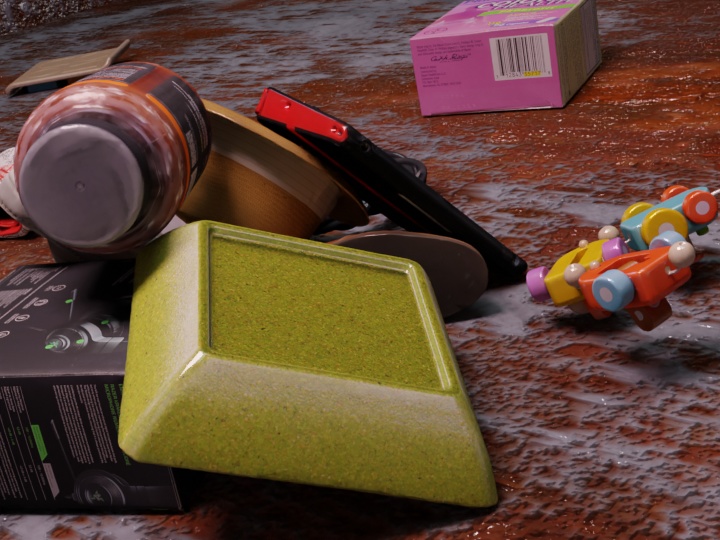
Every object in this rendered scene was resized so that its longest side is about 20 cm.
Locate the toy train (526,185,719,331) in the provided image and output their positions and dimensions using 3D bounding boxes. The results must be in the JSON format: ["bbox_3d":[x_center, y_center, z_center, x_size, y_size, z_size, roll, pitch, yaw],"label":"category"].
[{"bbox_3d":[0.197,-0.007,0.728,0.200,0.056,0.150,-30,8,-36],"label":"toy train"}]

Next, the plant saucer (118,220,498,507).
[{"bbox_3d":[-0.028,0.037,0.629,0.199,0.048,0.200,10,29,-14],"label":"plant saucer"}]

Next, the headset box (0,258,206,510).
[{"bbox_3d":[-0.165,0.065,0.712,0.199,0.093,0.174,-4,23,17],"label":"headset box"}]

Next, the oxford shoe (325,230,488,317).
[{"bbox_3d":[0.000,0.000,0.827,0.199,0.072,0.071,-4,18,20],"label":"oxford shoe"}]

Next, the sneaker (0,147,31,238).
[{"bbox_3d":[-0.385,-0.087,1.225,0.201,0.068,0.108,13,30,41],"label":"sneaker"}]

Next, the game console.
[{"bbox_3d":[0.020,-0.070,0.860,0.031,0.200,0.177,-58,31,-3],"label":"game console"}]

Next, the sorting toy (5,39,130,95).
[{"bbox_3d":[-0.519,-0.359,2.010,0.199,0.037,0.185,-14,21,6],"label":"sorting toy"}]

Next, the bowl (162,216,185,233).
[{"bbox_3d":[-0.176,-0.091,1.037,0.200,0.091,0.201,-23,26,12],"label":"bowl"}]

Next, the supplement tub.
[{"bbox_3d":[-0.157,-0.073,0.717,0.106,0.107,0.200,-10,15,2],"label":"supplement tub"}]

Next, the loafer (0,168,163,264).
[{"bbox_3d":[-0.198,-0.013,0.830,0.070,0.200,0.070,-44,54,6],"label":"loafer"}]

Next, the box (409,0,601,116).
[{"bbox_3d":[0.180,-0.265,1.349,0.175,0.097,0.200,0,24,26],"label":"box"}]

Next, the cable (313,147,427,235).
[{"bbox_3d":[-0.016,-0.074,1.056,0.162,0.051,0.200,-13,19,-17],"label":"cable"}]

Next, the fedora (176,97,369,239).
[{"bbox_3d":[-0.093,-0.062,0.886,0.200,0.200,0.082,17,76,50],"label":"fedora"}]
